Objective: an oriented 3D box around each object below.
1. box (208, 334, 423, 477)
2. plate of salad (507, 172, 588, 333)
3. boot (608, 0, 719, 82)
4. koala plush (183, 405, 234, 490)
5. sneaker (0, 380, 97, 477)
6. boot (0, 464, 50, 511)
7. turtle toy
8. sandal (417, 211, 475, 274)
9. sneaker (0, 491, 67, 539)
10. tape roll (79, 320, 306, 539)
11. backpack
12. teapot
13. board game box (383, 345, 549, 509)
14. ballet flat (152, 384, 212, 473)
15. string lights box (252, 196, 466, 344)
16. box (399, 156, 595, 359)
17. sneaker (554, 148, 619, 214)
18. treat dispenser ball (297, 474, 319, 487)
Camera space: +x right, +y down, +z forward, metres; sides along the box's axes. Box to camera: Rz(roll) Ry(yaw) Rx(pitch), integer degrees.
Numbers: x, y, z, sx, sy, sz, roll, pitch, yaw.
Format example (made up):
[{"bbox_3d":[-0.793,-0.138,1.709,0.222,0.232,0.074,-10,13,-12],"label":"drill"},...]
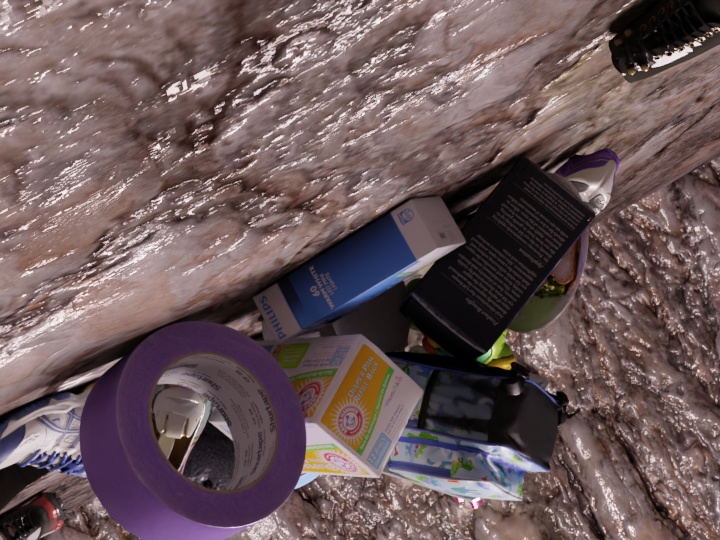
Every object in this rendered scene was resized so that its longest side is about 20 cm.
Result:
[{"bbox_3d":[-0.049,0.143,1.320,0.200,0.101,0.113,-8,-135,51],"label":"box"},{"bbox_3d":[0.205,-0.023,1.530,0.048,0.200,0.200,10,152,-30],"label":"plate of salad"},{"bbox_3d":[0.233,-0.174,0.884,0.138,0.078,0.200,-26,174,20],"label":"boot"},{"bbox_3d":[-0.177,0.200,1.450,0.177,0.200,0.184,-35,172,41],"label":"koala plush"},{"bbox_3d":[-0.284,0.167,1.227,0.075,0.088,0.200,-32,172,39],"label":"sneaker"},{"bbox_3d":[-0.385,0.212,1.257,0.200,0.074,0.075,-27,-176,-37],"label":"boot"},{"bbox_3d":[0.114,0.054,1.535,0.101,0.146,0.200,-7,-168,-19],"label":"turtle toy"},{"bbox_3d":[0.122,-0.026,1.624,0.080,0.057,0.201,-28,171,-13],"label":"sandal"},{"bbox_3d":[-0.593,0.451,2.214,0.200,0.071,0.098,-33,175,42],"label":"sneaker"},{"bbox_3d":[-0.156,0.155,1.179,0.200,0.200,0.085,-23,171,-43],"label":"tape roll"},{"bbox_3d":[0.102,0.170,1.385,0.200,0.147,0.183,12,169,30],"label":"backpack"},{"bbox_3d":[-0.013,0.083,1.505,0.200,0.146,0.197,-23,171,-38],"label":"teapot"},{"bbox_3d":[0.103,0.187,1.535,0.200,0.026,0.200,13,-132,32],"label":"board game box"},{"bbox_3d":[-0.201,0.172,1.316,0.071,0.069,0.200,-88,-164,-63],"label":"ballet flat"},{"bbox_3d":[0.000,0.000,1.285,0.200,0.059,0.103,-31,174,19],"label":"string lights box"},{"bbox_3d":[0.146,-0.007,1.382,0.200,0.104,0.148,-51,178,-7],"label":"box"},{"bbox_3d":[0.264,-0.102,1.600,0.083,0.081,0.200,-56,-163,-26],"label":"sneaker"},{"bbox_3d":[-0.121,0.199,1.698,0.201,0.201,0.201,-29,174,-3],"label":"treat dispenser ball"}]
